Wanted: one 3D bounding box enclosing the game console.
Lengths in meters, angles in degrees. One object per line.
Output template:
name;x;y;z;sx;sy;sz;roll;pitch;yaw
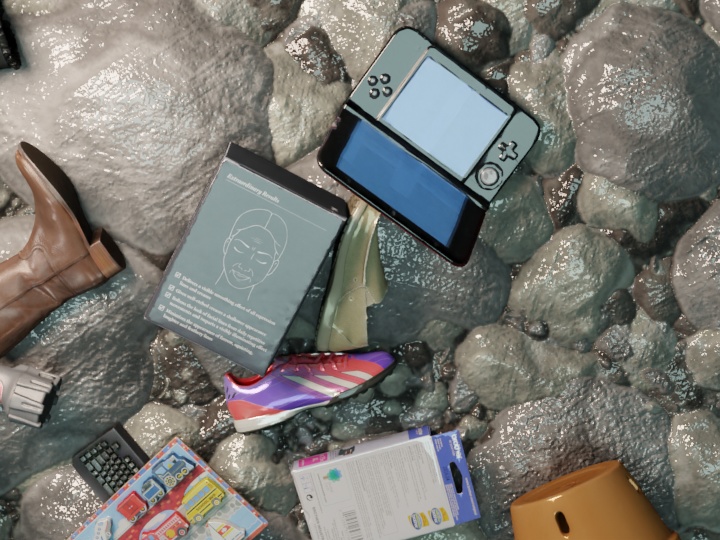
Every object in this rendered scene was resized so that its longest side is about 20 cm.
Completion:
game console;0.078;-0.135;1.596;0.199;0.119;0.173;35;101;-10

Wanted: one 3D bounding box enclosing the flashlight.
flashlight;-0.438;0.126;1.652;0.199;0.068;0.068;18;115;6

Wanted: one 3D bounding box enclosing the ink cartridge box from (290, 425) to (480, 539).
ink cartridge box;0.030;0.255;1.731;0.199;0.042;0.120;-15;104;4

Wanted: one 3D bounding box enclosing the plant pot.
plant pot;0.258;0.305;1.685;0.199;0.200;0.141;-22;86;4

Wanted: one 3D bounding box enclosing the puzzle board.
puzzle board;-0.227;0.307;1.731;0.200;0.017;0.151;-43;100;15

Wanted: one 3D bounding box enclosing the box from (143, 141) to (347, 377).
box;-0.124;-0.014;1.625;0.148;0.107;0.201;27;102;-8

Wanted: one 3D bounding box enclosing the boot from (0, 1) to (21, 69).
boot;-0.442;-0.210;1.588;0.161;0.073;0.199;-19;103;-1

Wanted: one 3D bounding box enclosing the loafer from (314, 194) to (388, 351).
loafer;0.000;0.000;1.653;0.068;0.076;0.201;13;112;-6

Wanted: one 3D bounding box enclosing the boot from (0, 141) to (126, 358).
boot;-0.388;-0.018;1.641;0.199;0.064;0.187;-32;104;10

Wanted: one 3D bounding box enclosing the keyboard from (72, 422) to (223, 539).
keyboard;-0.230;0.261;1.735;0.127;0.021;0.200;-37;103;7

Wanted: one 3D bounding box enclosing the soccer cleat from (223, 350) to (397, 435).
soccer cleat;-0.058;0.121;1.684;0.199;0.068;0.074;-20;96;4
